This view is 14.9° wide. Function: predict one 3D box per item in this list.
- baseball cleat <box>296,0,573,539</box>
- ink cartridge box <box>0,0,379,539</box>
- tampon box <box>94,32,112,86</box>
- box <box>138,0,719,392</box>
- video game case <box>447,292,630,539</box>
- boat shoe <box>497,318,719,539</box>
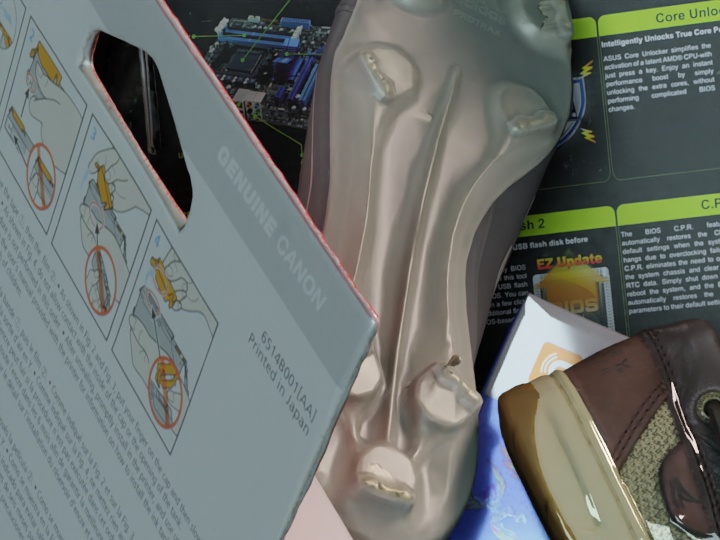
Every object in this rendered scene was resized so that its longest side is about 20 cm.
[{"bbox_3d":[0.000,0.000,0.704,0.070,0.106,0.200,26,53,-11],"label":"baseball cleat"},{"bbox_3d":[-0.053,0.013,0.638,0.200,0.045,0.176,56,134,38],"label":"ink cartridge box"},{"bbox_3d":[-0.176,-0.124,0.770,0.200,0.126,0.150,20,119,16],"label":"tampon box"},{"bbox_3d":[0.039,-0.024,0.769,0.200,0.048,0.193,-7,84,16],"label":"box"},{"bbox_3d":[0.083,0.133,0.687,0.181,0.045,0.200,23,84,6],"label":"video game case"},{"bbox_3d":[0.104,0.102,0.632,0.066,0.072,0.201,-31,79,2],"label":"boat shoe"}]
